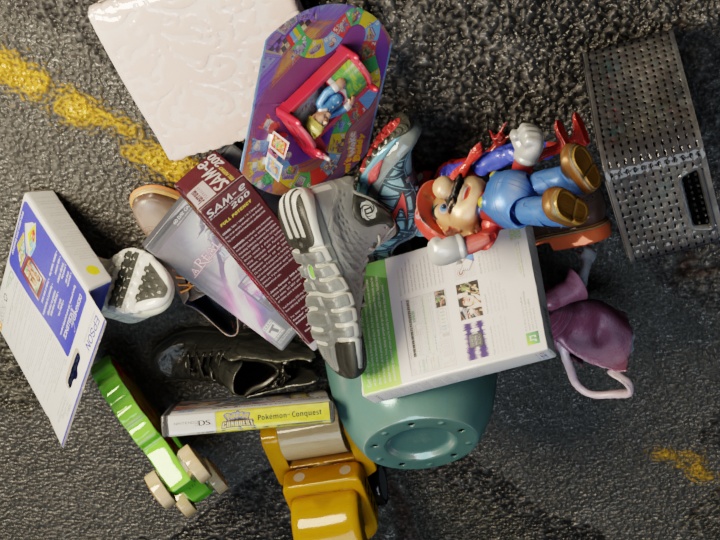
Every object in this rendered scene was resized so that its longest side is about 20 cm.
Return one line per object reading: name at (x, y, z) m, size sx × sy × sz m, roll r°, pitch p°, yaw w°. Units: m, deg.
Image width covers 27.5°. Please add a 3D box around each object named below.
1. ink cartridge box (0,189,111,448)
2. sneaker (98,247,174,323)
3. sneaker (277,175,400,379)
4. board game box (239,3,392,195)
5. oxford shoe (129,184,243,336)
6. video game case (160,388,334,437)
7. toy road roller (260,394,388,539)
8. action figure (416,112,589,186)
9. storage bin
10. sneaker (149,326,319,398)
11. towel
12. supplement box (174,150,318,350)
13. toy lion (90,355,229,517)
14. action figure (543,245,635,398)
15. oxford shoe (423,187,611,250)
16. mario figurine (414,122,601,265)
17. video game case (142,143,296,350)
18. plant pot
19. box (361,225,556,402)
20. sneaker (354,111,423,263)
ink cartridge box at (-0.323, 0.051, 1.581) m, size 0.047 × 0.200 × 0.198 m, roll -12°, pitch 141°, yaw -39°
sneaker at (-0.246, 0.023, 1.588) m, size 0.081 × 0.075 × 0.200 m, roll 30°, pitch 164°, yaw -32°
sneaker at (0.000, 0.000, 1.462) m, size 0.115 × 0.075 × 0.200 m, roll -24°, pitch 107°, yaw -31°
board game box at (-0.030, -0.155, 1.418) m, size 0.158 × 0.039 × 0.200 m, roll -9°, pitch 124°, yaw -39°
oxford shoe at (-0.180, -0.011, 1.593) m, size 0.071 × 0.073 × 0.200 m, roll -25°, pitch 124°, yaw 23°
video game case at (-0.122, 0.155, 1.626) m, size 0.180 × 0.200 × 0.026 m, roll -5°, pitch 90°, yaw -3°
toy road roller at (-0.040, 0.260, 1.770) m, size 0.123 × 0.146 × 0.200 m, roll -10°, pitch 129°, yaw 10°
action figure at (0.132, -0.114, 1.497) m, size 0.200 × 0.065 × 0.052 m, roll -21°, pitch 98°, yaw 37°
storage bin at (0.277, -0.120, 1.402) m, size 0.094 × 0.200 × 0.135 m, roll -15°, pitch 128°, yaw 13°
sneaker at (-0.146, 0.105, 1.665) m, size 0.199 × 0.104 × 0.060 m, roll -5°, pitch 110°, yaw 3°
towel at (-0.139, -0.211, 1.451) m, size 0.200 × 0.032 × 0.191 m, roll -15°, pitch 129°, yaw 15°
supplement box at (-0.098, -0.021, 1.509) m, size 0.061 × 0.109 × 0.200 m, roll -41°, pitch 117°, yaw -5°
toy lion at (-0.244, 0.187, 1.719) m, size 0.069 × 0.192 × 0.200 m, roll -36°, pitch 166°, yaw -5°
action figure at (0.196, 0.051, 1.574) m, size 0.134 × 0.149 × 0.200 m, roll -13°, pitch 156°, yaw 39°
oxford shoe at (0.161, -0.055, 1.561) m, size 0.200 × 0.071 × 0.073 m, roll -10°, pitch 106°, yaw 9°
mario figurine at (0.122, -0.072, 1.405) m, size 0.200 × 0.123 × 0.106 m, roll -13°, pitch 99°, yaw 46°
video game case at (-0.112, -0.024, 1.572) m, size 0.200 × 0.019 × 0.143 m, roll 39°, pitch 91°, yaw -28°
plant pot at (0.057, 0.119, 1.604) m, size 0.200 × 0.161 × 0.201 m, roll -3°, pitch 147°, yaw -2°
box at (0.089, 0.042, 1.493) m, size 0.200 × 0.145 × 0.036 m, roll -15°, pitch 155°, yaw 18°
sneaker at (0.043, -0.079, 1.519) m, size 0.095 × 0.079 × 0.200 m, roll 24°, pitch 139°, yaw 3°
